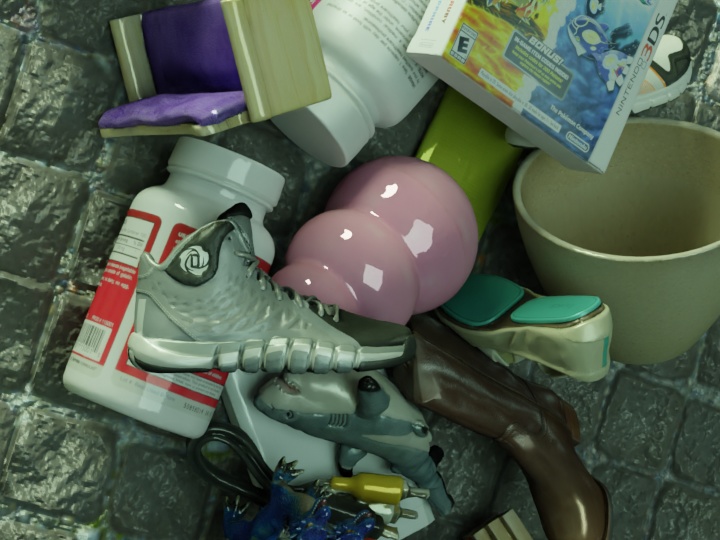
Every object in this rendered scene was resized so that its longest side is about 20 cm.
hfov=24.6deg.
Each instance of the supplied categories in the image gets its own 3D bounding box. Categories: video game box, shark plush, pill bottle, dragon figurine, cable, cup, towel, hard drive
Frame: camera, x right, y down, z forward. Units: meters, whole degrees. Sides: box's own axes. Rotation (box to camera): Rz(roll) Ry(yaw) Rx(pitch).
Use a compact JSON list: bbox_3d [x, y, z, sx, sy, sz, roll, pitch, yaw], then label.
[{"bbox_3d":[0.147,-0.197,1.243,0.200,0.047,0.183,29,79,-38],"label":"video game box"},{"bbox_3d":[0.005,0.126,1.294,0.083,0.091,0.200,-43,134,4],"label":"shark plush"},{"bbox_3d":[0.016,-0.182,1.252,0.113,0.113,0.200,46,74,-22],"label":"pill bottle"},{"bbox_3d":[-0.071,0.205,1.204,0.200,0.100,0.059,-38,113,26],"label":"dragon figurine"},{"bbox_3d":[-0.050,0.176,1.274,0.199,0.050,0.097,24,113,-12],"label":"cable"},{"bbox_3d":[0.226,-0.011,1.335,0.200,0.200,0.144,-24,129,-22],"label":"cup"},{"bbox_3d":[-0.130,0.011,1.198,0.112,0.112,0.201,24,84,-26],"label":"pill bottle"},{"bbox_3d":[0.102,-0.129,1.354,0.086,0.018,0.201,28,82,-22],"label":"towel"},{"bbox_3d":[-0.028,0.135,1.307,0.131,0.026,0.201,-24,105,-22],"label":"hard drive"}]

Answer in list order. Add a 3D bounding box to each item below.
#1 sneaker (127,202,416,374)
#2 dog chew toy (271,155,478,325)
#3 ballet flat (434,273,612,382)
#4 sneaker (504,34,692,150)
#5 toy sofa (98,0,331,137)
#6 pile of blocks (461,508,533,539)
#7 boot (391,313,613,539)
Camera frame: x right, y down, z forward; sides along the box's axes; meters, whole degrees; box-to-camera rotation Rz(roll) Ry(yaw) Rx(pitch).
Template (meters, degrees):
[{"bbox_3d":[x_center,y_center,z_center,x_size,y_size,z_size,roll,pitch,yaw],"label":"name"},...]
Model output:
[{"bbox_3d":[-0.058,0.012,1.121,0.199,0.075,0.116,0,88,-13],"label":"sneaker"},{"bbox_3d":[0.000,0.000,1.237,0.200,0.124,0.125,-41,112,-36],"label":"dog chew toy"},{"bbox_3d":[0.126,0.049,1.279,0.069,0.200,0.070,-4,99,-29],"label":"ballet flat"},{"bbox_3d":[0.198,-0.165,1.350,0.199,0.074,0.080,-25,115,-33],"label":"sneaker"},{"bbox_3d":[-0.114,-0.144,1.144,0.097,0.200,0.083,-19,103,-29],"label":"toy sofa"},{"bbox_3d":[0.135,0.295,1.370,0.062,0.082,0.201,-31,107,-19],"label":"pile of blocks"},{"bbox_3d":[0.104,0.131,1.296,0.064,0.187,0.200,-41,126,22],"label":"boot"}]
